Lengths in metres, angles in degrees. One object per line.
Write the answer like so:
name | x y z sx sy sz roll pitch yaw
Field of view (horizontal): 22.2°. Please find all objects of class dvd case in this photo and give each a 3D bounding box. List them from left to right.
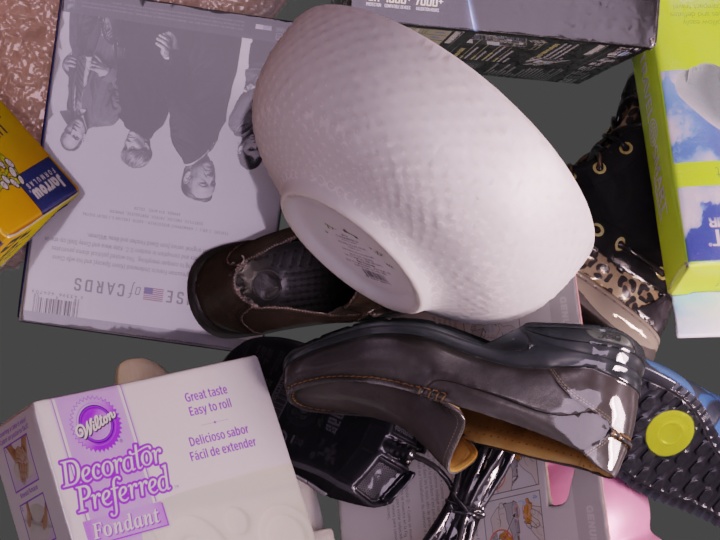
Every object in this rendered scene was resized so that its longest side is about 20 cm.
dvd case | -0.119 -0.059 1.108 0.149 0.025 0.202 8 91 -4

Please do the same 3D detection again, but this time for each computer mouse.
computer mouse | -0.010 0.122 1.036 0.198 0.046 0.142 13 73 29

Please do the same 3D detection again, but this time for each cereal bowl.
cereal bowl | 0.019 -0.040 0.957 0.200 0.200 0.083 41 72 -4

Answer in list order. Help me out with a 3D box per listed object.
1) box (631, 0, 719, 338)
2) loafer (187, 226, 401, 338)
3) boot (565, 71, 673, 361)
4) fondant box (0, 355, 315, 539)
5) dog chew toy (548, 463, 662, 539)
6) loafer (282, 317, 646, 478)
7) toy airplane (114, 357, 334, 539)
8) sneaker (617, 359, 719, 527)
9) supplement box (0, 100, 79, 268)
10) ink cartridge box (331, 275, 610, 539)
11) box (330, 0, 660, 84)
box | 0.223 -0.065 1.031 0.121 0.048 0.202 -1 66 -7
loafer | 0.000 0.000 1.082 0.198 0.071 0.074 -17 93 -18
boot | 0.131 -0.057 1.079 0.200 0.073 0.151 41 70 -12
fondant box | -0.095 0.158 0.965 0.143 0.058 0.202 -10 75 -39
dog chew toy | 0.123 0.161 1.087 0.123 0.125 0.202 -20 80 -3
loafer | 0.048 0.070 0.966 0.198 0.073 0.073 -2 66 23
toy airplane | -0.111 0.179 1.073 0.199 0.141 0.201 40 52 -14
sneaker | 0.191 0.097 1.085 0.199 0.079 0.066 32 107 -27
supplement box | -0.276 -0.073 1.038 0.109 0.110 0.200 -41 94 21
ink cartridge box | 0.067 0.116 1.041 0.175 0.045 0.202 -16 69 32
box | 0.069 -0.163 1.030 0.162 0.200 0.087 5 90 -4
